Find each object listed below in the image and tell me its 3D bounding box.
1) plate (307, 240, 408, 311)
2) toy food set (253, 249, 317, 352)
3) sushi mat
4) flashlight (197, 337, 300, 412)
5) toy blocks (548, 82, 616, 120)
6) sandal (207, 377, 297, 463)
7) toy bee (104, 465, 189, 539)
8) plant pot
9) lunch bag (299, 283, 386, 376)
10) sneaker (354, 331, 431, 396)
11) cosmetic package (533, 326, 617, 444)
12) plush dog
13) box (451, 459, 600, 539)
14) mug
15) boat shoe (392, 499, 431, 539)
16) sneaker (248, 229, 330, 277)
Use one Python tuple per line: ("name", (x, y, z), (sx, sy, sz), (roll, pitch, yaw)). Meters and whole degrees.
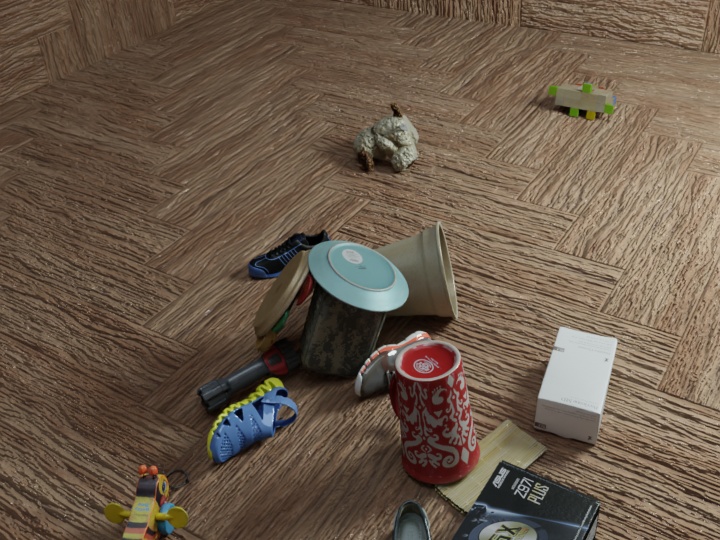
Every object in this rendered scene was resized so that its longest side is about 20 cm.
("plate", (0.000, 0.000, 1.467), (0.198, 0.026, 0.201), (17, 34, -12))
("toy food set", (-0.137, 0.047, 1.505), (0.048, 0.198, 0.201), (34, 45, -13))
("sushi mat", (0.213, 0.325, 1.330), (0.199, 0.012, 0.095), (-30, 43, -31))
("flashlight", (-0.211, 0.200, 1.516), (0.199, 0.068, 0.068), (-28, 33, -21))
("toy blocks", (0.680, -0.524, 2.403), (0.198, 0.101, 0.136), (17, 29, 26))
("sandal", (-0.184, 0.267, 1.405), (0.087, 0.080, 0.200), (25, 47, 30))
("toy bee", (-0.338, 0.365, 1.258), (0.129, 0.110, 0.201), (-12, 36, -8))
("plant pot", (0.093, 0.017, 1.645), (0.181, 0.202, 0.201), (-11, 34, 11))
("lunch bag", (-0.037, 0.076, 1.539), (0.138, 0.202, 0.168), (9, 28, -15))
("sneaker", (0.078, 0.182, 1.494), (0.199, 0.078, 0.082), (-30, 49, -30))
("cosmetic package", (0.384, 0.201, 1.423), (0.112, 0.082, 0.200), (11, 37, 18))
("plush dog", (0.057, -0.362, 2.211), (0.170, 0.161, 0.201), (-21, 32, 18))
("box", (0.235, 0.399, 1.161), (0.163, 0.087, 0.200), (18, 41, 29))
("mug", (0.102, 0.224, 1.313), (0.176, 0.202, 0.134), (8, 34, 28))
("boat shoe", (0.074, 0.428, 1.161), (0.075, 0.061, 0.201), (-6, 36, -2))
("sneaker", (-0.163, -0.043, 1.830), (0.198, 0.079, 0.070), (-14, 36, -13))
